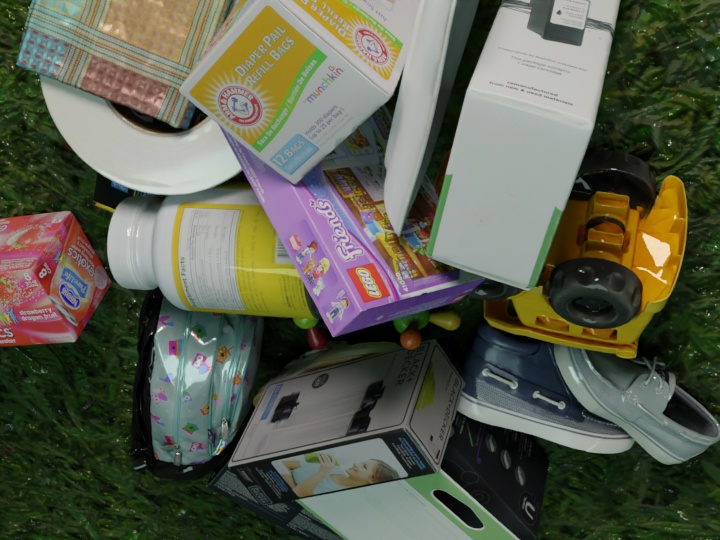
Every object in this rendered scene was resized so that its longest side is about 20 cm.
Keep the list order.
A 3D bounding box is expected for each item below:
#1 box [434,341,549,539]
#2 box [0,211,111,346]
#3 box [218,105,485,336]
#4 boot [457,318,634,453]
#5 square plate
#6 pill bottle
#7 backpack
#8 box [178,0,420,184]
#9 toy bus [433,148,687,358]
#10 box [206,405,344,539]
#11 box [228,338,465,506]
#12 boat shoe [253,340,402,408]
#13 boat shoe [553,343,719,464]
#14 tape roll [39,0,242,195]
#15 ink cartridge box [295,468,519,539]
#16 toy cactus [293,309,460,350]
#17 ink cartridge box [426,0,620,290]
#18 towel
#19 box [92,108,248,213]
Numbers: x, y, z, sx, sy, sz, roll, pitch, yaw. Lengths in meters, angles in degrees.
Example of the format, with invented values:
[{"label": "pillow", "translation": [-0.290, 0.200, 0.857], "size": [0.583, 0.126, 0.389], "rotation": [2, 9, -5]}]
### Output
[{"label": "box", "translation": [0.088, 0.189, 1.094], "size": [0.122, 0.106, 0.200], "rotation": [-23, 121, 35]}, {"label": "box", "translation": [-0.374, 0.013, 1.093], "size": [0.199, 0.096, 0.100], "rotation": [-4, 128, 21]}, {"label": "box", "translation": [-0.009, -0.058, 0.778], "size": [0.039, 0.137, 0.200], "rotation": [-44, 68, 41]}, {"label": "boot", "translation": [0.190, 0.111, 1.018], "size": [0.199, 0.073, 0.091], "rotation": [14, 108, -19]}, {"label": "square plate", "translation": [0.056, -0.157, 0.728], "size": [0.028, 0.198, 0.200], "rotation": [16, 134, 4]}, {"label": "pill bottle", "translation": [-0.105, -0.019, 0.902], "size": [0.199, 0.112, 0.112], "rotation": [3, 132, 15]}, {"label": "backpack", "translation": [-0.165, 0.095, 1.075], "size": [0.126, 0.167, 0.200], "rotation": [5, 131, -9]}, {"label": "box", "translation": [-0.026, -0.174, 0.738], "size": [0.101, 0.200, 0.112], "rotation": [38, 131, -17]}, {"label": "toy bus", "translation": [0.157, -0.002, 0.900], "size": [0.199, 0.136, 0.192], "rotation": [11, 150, 10]}, {"label": "box", "translation": [-0.050, 0.231, 1.197], "size": [0.200, 0.079, 0.141], "rotation": [31, 136, -10]}, {"label": "box", "translation": [-0.012, 0.141, 0.980], "size": [0.200, 0.117, 0.060], "rotation": [-17, 120, 32]}, {"label": "boat shoe", "translation": [-0.025, 0.100, 1.076], "size": [0.200, 0.069, 0.071], "rotation": [-19, 119, 37]}, {"label": "boat shoe", "translation": [0.264, 0.111, 0.997], "size": [0.201, 0.070, 0.071], "rotation": [37, 130, -25]}, {"label": "tape roll", "translation": [-0.151, -0.161, 0.840], "size": [0.202, 0.037, 0.204], "rotation": [1, 104, 4]}, {"label": "ink cartridge box", "translation": [0.049, 0.226, 1.030], "size": [0.146, 0.048, 0.200], "rotation": [44, 136, -21]}, {"label": "toy cactus", "translation": [0.000, 0.000, 0.974], "size": [0.200, 0.102, 0.165], "rotation": [-15, 115, 39]}, {"label": "ink cartridge box", "translation": [0.119, -0.111, 0.752], "size": [0.083, 0.200, 0.147], "rotation": [17, 133, 7]}, {"label": "towel", "translation": [-0.165, -0.223, 0.796], "size": [0.146, 0.022, 0.201], "rotation": [21, 103, -1]}, {"label": "box", "translation": [-0.144, -0.111, 0.940], "size": [0.159, 0.049, 0.200], "rotation": [24, 134, -1]}]
